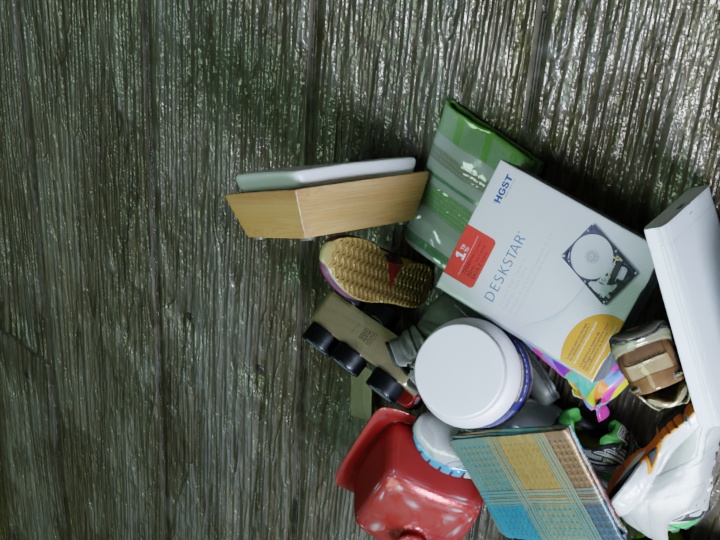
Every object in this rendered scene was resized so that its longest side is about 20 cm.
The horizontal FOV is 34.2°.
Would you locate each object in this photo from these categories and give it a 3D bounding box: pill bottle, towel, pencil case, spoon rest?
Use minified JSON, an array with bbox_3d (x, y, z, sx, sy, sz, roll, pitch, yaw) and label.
[{"bbox_3d":[0.122,0.112,1.264,0.113,0.200,0.118,-2,83,14],"label":"pill bottle"},{"bbox_3d":[0.126,-0.079,1.378,0.148,0.031,0.202,36,132,25],"label":"towel"},{"bbox_3d":[0.224,0.071,1.319,0.200,0.088,0.089,48,137,18],"label":"pencil case"},{"bbox_3d":[0.181,0.172,1.433,0.199,0.060,0.101,38,133,26],"label":"spoon rest"},{"bbox_3d":[0.196,0.238,1.303,0.199,0.022,0.148,-17,105,55],"label":"towel"}]

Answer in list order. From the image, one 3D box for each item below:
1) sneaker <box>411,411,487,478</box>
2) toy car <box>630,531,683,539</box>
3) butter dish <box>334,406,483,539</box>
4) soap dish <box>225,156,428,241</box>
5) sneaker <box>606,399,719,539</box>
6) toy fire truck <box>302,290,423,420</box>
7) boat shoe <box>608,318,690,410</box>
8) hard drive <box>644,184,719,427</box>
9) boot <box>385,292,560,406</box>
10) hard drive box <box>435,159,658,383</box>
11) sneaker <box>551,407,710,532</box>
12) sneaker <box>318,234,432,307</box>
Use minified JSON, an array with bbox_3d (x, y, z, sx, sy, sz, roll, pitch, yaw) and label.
[{"bbox_3d":[0.156,0.217,1.410,0.198,0.075,0.087,27,143,11],"label":"sneaker"},{"bbox_3d":[0.385,0.366,1.271,0.197,0.164,0.160,-12,103,34],"label":"toy car"},{"bbox_3d":[0.073,0.300,1.502,0.196,0.149,0.201,21,134,-9],"label":"butter dish"},{"bbox_3d":[-0.039,-0.086,1.396,0.156,0.197,0.083,2,101,52],"label":"soap dish"},{"bbox_3d":[0.351,0.202,1.244,0.092,0.076,0.201,38,107,1],"label":"sneaker"},{"bbox_3d":[0.025,0.133,1.546,0.175,0.129,0.200,32,170,29],"label":"toy fire truck"},{"bbox_3d":[0.298,0.105,1.181,0.075,0.199,0.075,-25,70,18],"label":"boat shoe"},{"bbox_3d":[0.337,0.032,1.146,0.026,0.131,0.203,-10,104,39],"label":"hard drive"},{"bbox_3d":[0.131,0.122,1.396,0.200,0.131,0.068,43,174,21],"label":"boot"},{"bbox_3d":[0.205,0.000,1.243,0.198,0.077,0.158,31,101,21],"label":"hard drive box"},{"bbox_3d":[0.298,0.224,1.313,0.197,0.078,0.086,23,124,18],"label":"sneaker"},{"bbox_3d":[0.000,0.000,1.432,0.089,0.199,0.076,16,86,41],"label":"sneaker"}]
